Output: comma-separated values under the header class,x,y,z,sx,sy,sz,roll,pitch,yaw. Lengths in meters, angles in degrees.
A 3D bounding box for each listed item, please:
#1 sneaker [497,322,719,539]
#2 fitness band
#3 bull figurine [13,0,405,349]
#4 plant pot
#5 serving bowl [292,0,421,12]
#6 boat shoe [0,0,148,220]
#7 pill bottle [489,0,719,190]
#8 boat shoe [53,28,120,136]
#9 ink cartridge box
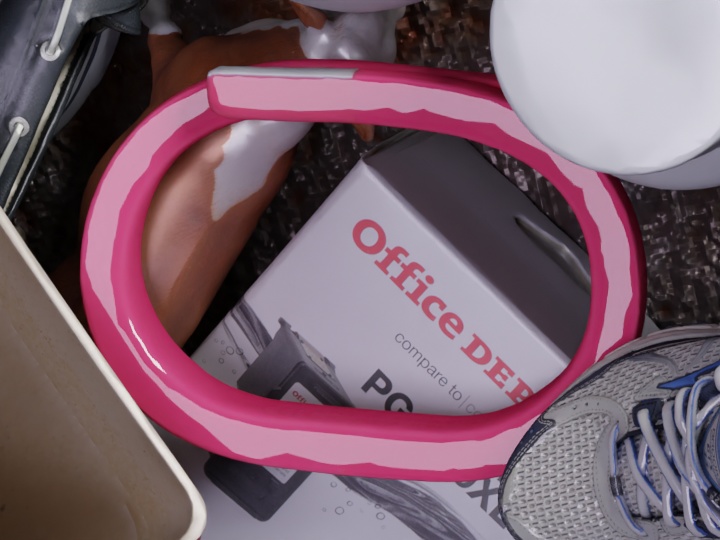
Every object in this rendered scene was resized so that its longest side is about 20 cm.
class,x,y,z,sx,sy,sz,roll,pitch,yaw
sneaker,0.121,0.050,0.860,0.200,0.085,0.077,-20,86,31
fitness band,0.000,0.000,0.952,0.200,0.037,0.144,5,105,12
bull figurine,-0.064,-0.040,1.022,0.065,0.121,0.200,30,100,-32
plant pot,-0.211,0.080,0.968,0.200,0.200,0.177,55,149,3
serving bowl,0.036,-0.172,0.938,0.066,0.200,0.200,25,116,-26
boat shoe,-0.108,-0.102,1.020,0.060,0.076,0.200,33,94,3
pill bottle,0.113,-0.088,0.894,0.113,0.200,0.113,5,104,22
boat shoe,-0.169,-0.064,1.079,0.075,0.086,0.202,43,112,7
ink cartridge box,0.005,0.066,1.038,0.145,0.083,0.200,44,113,8
